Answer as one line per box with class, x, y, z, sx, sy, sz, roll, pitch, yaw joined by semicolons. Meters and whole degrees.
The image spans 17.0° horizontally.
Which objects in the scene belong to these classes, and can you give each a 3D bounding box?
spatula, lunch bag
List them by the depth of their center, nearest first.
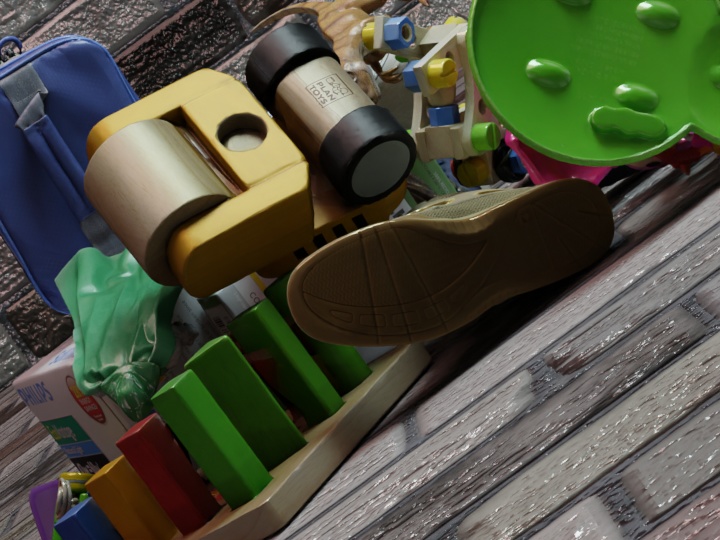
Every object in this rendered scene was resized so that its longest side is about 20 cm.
spatula;-0.170;0.156;1.633;0.020;0.057;0.200;-15;-6;-35
lunch bag;-0.207;-0.075;1.718;0.135;0.201;0.132;-32;9;-8

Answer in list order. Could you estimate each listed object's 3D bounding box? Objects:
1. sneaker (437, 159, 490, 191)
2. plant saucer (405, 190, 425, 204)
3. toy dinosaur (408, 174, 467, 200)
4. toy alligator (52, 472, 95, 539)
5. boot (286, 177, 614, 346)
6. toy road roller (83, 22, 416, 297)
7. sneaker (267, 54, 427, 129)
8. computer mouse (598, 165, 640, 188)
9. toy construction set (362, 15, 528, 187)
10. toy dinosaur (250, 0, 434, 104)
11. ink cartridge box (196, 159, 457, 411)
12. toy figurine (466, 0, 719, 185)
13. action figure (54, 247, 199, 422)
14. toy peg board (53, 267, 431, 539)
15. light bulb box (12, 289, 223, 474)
sneaker;0.055;-0.070;1.894;0.075;0.085;0.200;-32;7;7
plant saucer;-0.022;-0.037;1.758;0.200;0.199;0.035;-18;51;70
toy dinosaur;0.053;-0.051;1.755;0.048;0.199;0.088;-70;-24;-9
toy alligator;-0.169;0.161;1.544;0.054;0.060;0.200;6;-13;-7
boot;0.037;-0.005;1.445;0.199;0.073;0.155;-20;5;-15
toy road roller;-0.063;-0.042;1.496;0.199;0.123;0.147;-26;-37;-20
sneaker;-0.027;-0.099;1.643;0.072;0.072;0.200;4;26;40
computer mouse;0.139;-0.045;1.572;0.200;0.034;0.059;-41;23;4
toy construction set;0.092;-0.127;1.576;0.199;0.132;0.092;-24;16;-35
toy dinosaur;-0.006;-0.168;1.624;0.105;0.061;0.200;-9;22;-11
ink cartridge box;0.000;0.000;1.620;0.200;0.104;0.059;-38;7;-18
toy figurine;0.159;-0.103;1.452;0.184;0.199;0.151;89;-165;-75
action figure;-0.142;0.038;1.522;0.117;0.055;0.200;-24;24;9
toy peg board;-0.092;0.098;1.444;0.199;0.098;0.200;-31;8;38
light bulb box;-0.117;0.061;1.712;0.200;0.125;0.198;-40;8;-20
